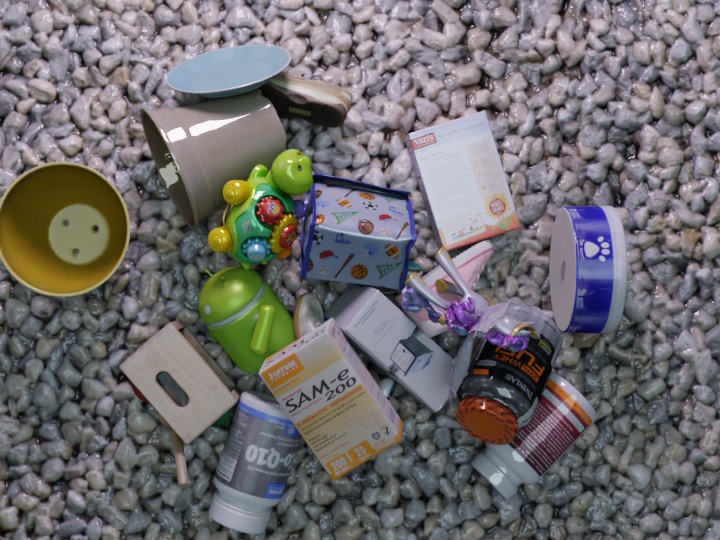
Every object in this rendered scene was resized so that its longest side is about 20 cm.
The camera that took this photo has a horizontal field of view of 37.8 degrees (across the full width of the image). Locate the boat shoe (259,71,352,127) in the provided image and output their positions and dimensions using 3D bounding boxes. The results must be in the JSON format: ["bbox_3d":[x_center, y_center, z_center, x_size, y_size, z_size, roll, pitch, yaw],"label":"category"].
[{"bbox_3d":[-0.110,-0.289,1.704,0.199,0.072,0.076,19,53,5],"label":"boat shoe"}]

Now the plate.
[{"bbox_3d":[-0.204,-0.307,1.642,0.199,0.200,0.026,-12,120,-4],"label":"plate"}]

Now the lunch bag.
[{"bbox_3d":[-0.006,-0.076,1.641,0.169,0.200,0.124,10,121,-7],"label":"lunch bag"}]

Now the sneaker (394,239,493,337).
[{"bbox_3d":[0.154,0.036,1.685,0.200,0.075,0.105,-33,90,-29],"label":"sneaker"}]

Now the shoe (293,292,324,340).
[{"bbox_3d":[-0.060,0.131,1.635,0.053,0.070,0.201,-13,78,24],"label":"shoe"}]

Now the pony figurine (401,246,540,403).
[{"bbox_3d":[0.157,0.072,1.550,0.200,0.193,0.167,37,127,11],"label":"pony figurine"}]

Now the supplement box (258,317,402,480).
[{"bbox_3d":[-0.041,0.190,1.552,0.126,0.074,0.200,-33,100,11],"label":"supplement box"}]

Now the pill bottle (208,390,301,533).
[{"bbox_3d":[-0.164,0.300,1.652,0.113,0.114,0.201,18,91,-4],"label":"pill bottle"}]

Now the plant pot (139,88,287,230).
[{"bbox_3d":[-0.218,-0.191,1.638,0.183,0.200,0.201,-26,91,-16],"label":"plant pot"}]

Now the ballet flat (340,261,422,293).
[{"bbox_3d":[0.000,0.000,1.704,0.199,0.069,0.070,15,88,-5],"label":"ballet flat"}]

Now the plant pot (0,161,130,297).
[{"bbox_3d":[-0.447,-0.059,1.628,0.199,0.142,0.201,0,88,-5],"label":"plant pot"}]

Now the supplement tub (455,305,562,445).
[{"bbox_3d":[0.229,0.162,1.640,0.122,0.123,0.200,31,57,-3],"label":"supplement tub"}]

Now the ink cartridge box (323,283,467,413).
[{"bbox_3d":[0.052,0.117,1.640,0.200,0.146,0.086,41,84,-15],"label":"ink cartridge box"}]

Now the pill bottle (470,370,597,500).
[{"bbox_3d":[0.274,0.267,1.688,0.113,0.113,0.200,45,85,-2],"label":"pill bottle"}]

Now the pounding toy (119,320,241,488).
[{"bbox_3d":[-0.275,0.199,1.613,0.142,0.184,0.200,-40,92,-4],"label":"pounding toy"}]

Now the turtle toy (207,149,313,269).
[{"bbox_3d":[-0.136,-0.091,1.582,0.101,0.146,0.201,26,106,23],"label":"turtle toy"}]

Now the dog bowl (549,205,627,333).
[{"bbox_3d":[0.355,-0.001,1.658,0.078,0.200,0.201,0,89,-2],"label":"dog bowl"}]

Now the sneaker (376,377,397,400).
[{"bbox_3d":[-0.023,0.220,1.649,0.073,0.072,0.200,46,123,-9],"label":"sneaker"}]

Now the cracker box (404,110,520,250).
[{"bbox_3d":[0.166,-0.144,1.718,0.133,0.058,0.201,-17,91,-5],"label":"cracker box"}]

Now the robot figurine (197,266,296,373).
[{"bbox_3d":[-0.173,0.079,1.642,0.116,0.175,0.200,-42,115,-18],"label":"robot figurine"}]
